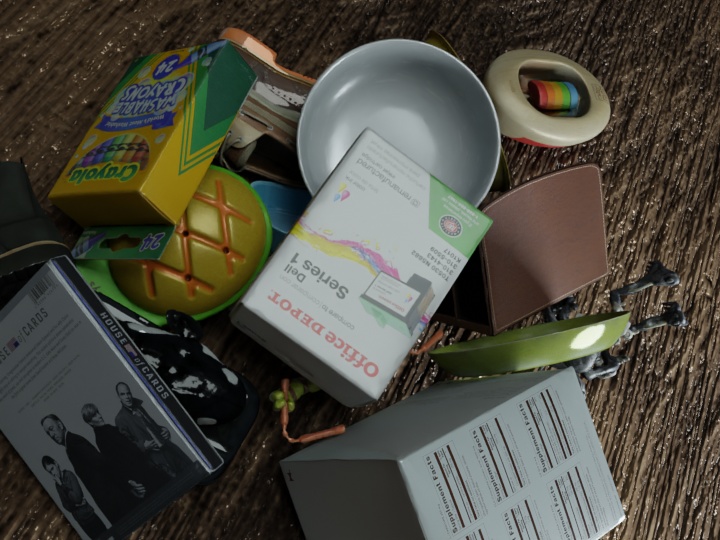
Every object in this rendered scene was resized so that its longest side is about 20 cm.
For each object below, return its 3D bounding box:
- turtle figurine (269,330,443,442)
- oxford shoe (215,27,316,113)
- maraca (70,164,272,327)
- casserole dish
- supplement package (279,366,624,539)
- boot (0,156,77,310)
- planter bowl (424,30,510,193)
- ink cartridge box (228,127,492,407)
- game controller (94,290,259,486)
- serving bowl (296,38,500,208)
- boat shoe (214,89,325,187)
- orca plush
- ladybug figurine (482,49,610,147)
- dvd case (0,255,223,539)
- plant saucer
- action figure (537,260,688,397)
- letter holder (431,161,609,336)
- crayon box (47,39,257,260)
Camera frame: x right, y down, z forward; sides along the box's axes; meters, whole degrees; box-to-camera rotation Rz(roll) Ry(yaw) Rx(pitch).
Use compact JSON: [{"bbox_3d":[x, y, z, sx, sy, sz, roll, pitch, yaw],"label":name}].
[{"bbox_3d":[-0.028,0.069,0.899,0.200,0.064,0.161,-31,77,-28],"label":"turtle figurine"},{"bbox_3d":[-0.081,-0.174,0.997,0.200,0.071,0.073,32,70,-4],"label":"oxford shoe"},{"bbox_3d":[-0.173,-0.011,0.836,0.200,0.107,0.137,-38,85,-11],"label":"maraca"},{"bbox_3d":[-0.030,-0.036,0.939,0.200,0.039,0.121,12,25,-26],"label":"casserole dish"},{"bbox_3d":[0.077,0.191,0.805,0.200,0.191,0.147,-21,92,-35],"label":"supplement package"},{"bbox_3d":[-0.354,-0.018,0.767,0.200,0.078,0.138,-14,57,-28],"label":"boot"},{"bbox_3d":[0.085,-0.158,1.037,0.083,0.200,0.201,-27,80,0],"label":"planter bowl"},{"bbox_3d":[0.000,0.000,0.826,0.145,0.084,0.200,36,72,-5],"label":"ink cartridge box"},{"bbox_3d":[-0.187,0.101,0.795,0.200,0.042,0.104,33,72,-13],"label":"game controller"},{"bbox_3d":[0.035,-0.125,0.927,0.200,0.066,0.200,0,91,-4],"label":"serving bowl"},{"bbox_3d":[-0.122,-0.139,0.933,0.200,0.076,0.072,16,47,-16],"label":"boat shoe"},{"bbox_3d":[-0.176,0.064,0.744,0.200,0.071,0.105,43,71,-8],"label":"orca plush"},{"bbox_3d":[0.232,-0.212,1.182,0.200,0.072,0.136,0,66,-29],"label":"ladybug figurine"},{"bbox_3d":[-0.217,0.109,0.722,0.200,0.150,0.025,53,27,3],"label":"dvd case"},{"bbox_3d":[0.166,0.074,0.907,0.200,0.200,0.031,-11,88,-33],"label":"plant saucer"},{"bbox_3d":[0.268,0.069,1.051,0.200,0.102,0.119,-24,87,-9],"label":"action figure"},{"bbox_3d":[0.165,-0.037,1.003,0.200,0.101,0.142,-23,113,-36],"label":"letter holder"},{"bbox_3d":[-0.185,-0.104,0.801,0.052,0.126,0.200,48,54,-42],"label":"crayon box"}]
